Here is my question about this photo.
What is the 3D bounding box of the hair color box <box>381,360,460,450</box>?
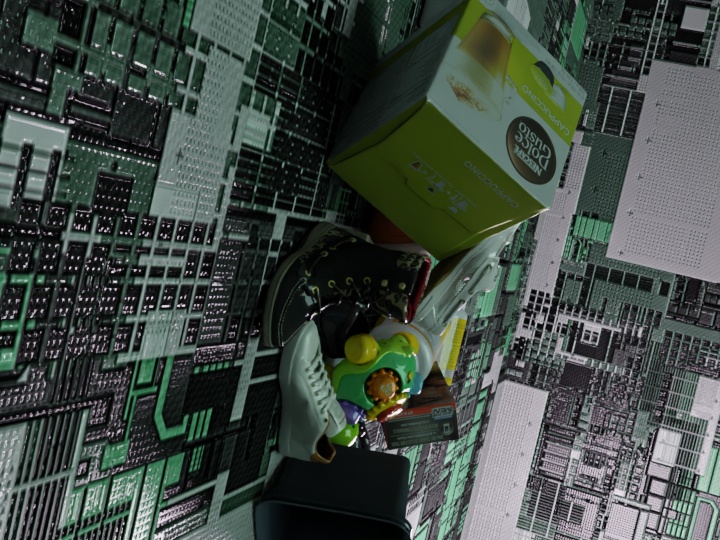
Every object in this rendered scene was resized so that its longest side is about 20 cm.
[{"bbox_3d":[0.082,0.204,1.531,0.200,0.109,0.065,-109,-168,-76],"label":"hair color box"}]

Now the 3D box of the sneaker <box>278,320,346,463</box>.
[{"bbox_3d":[-0.052,0.150,1.225,0.073,0.084,0.202,-48,147,-54],"label":"sneaker"}]

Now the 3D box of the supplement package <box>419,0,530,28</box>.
[{"bbox_3d":[0.176,-0.373,1.481,0.200,0.120,0.121,35,69,-73],"label":"supplement package"}]

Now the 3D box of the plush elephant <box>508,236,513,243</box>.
[{"bbox_3d":[0.218,-0.154,1.729,0.154,0.164,0.202,-22,103,-39],"label":"plush elephant"}]

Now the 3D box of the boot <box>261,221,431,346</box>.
[{"bbox_3d":[-0.014,0.025,1.127,0.200,0.149,0.074,-56,154,-49],"label":"boot"}]

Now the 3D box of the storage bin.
[{"bbox_3d":[-0.022,0.309,1.288,0.135,0.197,0.147,-69,165,-52],"label":"storage bin"}]

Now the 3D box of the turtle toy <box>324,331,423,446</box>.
[{"bbox_3d":[0.002,0.161,1.322,0.200,0.102,0.145,-39,158,27],"label":"turtle toy"}]

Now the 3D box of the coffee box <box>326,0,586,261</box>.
[{"bbox_3d":[0.116,-0.168,1.184,0.199,0.199,0.199,-26,-148,50],"label":"coffee box"}]

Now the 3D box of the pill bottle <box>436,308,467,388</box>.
[{"bbox_3d":[0.118,0.110,1.700,0.114,0.113,0.202,11,93,-73],"label":"pill bottle"}]

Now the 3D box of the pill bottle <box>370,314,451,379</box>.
[{"bbox_3d":[0.070,0.107,1.528,0.200,0.108,0.110,-54,153,-59],"label":"pill bottle"}]

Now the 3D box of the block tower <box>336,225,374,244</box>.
[{"bbox_3d":[0.000,0.000,1.325,0.200,0.053,0.058,52,53,-69],"label":"block tower"}]

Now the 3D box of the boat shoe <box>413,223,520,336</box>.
[{"bbox_3d":[0.142,-0.003,1.240,0.200,0.069,0.071,-48,-166,13],"label":"boat shoe"}]

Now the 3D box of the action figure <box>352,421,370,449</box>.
[{"bbox_3d":[-0.008,0.242,1.477,0.130,0.069,0.203,-21,110,-62],"label":"action figure"}]

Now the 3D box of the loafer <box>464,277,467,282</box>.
[{"bbox_3d":[0.179,-0.073,1.292,0.202,0.068,0.070,-59,-170,7],"label":"loafer"}]

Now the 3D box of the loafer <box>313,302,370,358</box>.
[{"bbox_3d":[-0.016,0.080,1.321,0.200,0.062,0.073,59,48,-67],"label":"loafer"}]

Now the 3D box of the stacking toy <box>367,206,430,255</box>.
[{"bbox_3d":[0.069,-0.127,1.368,0.146,0.144,0.203,-32,119,-67],"label":"stacking toy"}]
